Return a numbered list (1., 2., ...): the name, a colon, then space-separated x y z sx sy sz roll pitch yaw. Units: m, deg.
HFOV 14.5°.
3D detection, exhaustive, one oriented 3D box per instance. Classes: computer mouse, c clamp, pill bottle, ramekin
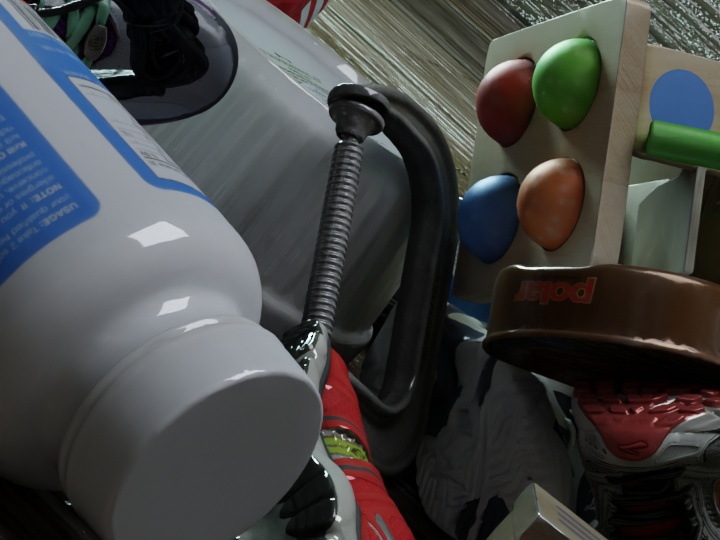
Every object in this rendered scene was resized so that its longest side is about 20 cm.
1. computer mouse: -0.154 -0.097 1.042 0.140 0.200 0.046 56 29 -71
2. c clamp: 0.000 0.000 1.215 0.171 0.027 0.200 50 44 -46
3. pill bottle: -0.103 0.001 0.927 0.200 0.112 0.112 47 13 33
4. ramekin: -0.050 -0.055 1.344 0.200 0.105 0.200 39 11 -9

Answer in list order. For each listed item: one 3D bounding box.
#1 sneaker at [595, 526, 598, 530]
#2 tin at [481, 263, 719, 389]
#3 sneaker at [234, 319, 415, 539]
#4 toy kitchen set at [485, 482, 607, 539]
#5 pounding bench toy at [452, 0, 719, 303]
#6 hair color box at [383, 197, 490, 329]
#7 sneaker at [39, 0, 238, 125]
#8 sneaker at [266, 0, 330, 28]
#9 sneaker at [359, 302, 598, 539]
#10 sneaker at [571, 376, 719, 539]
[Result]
1. sneaker: 0.159 0.138 1.431 0.200 0.073 0.085 34 -23 5
2. tin: 0.136 0.034 1.217 0.112 0.042 0.200 5 -10 40
3. sneaker: -0.018 0.090 1.004 0.085 0.077 0.200 47 14 -24
4. toy kitchen set: 0.137 0.118 1.121 0.180 0.163 0.200 38 11 -8
5. pounding bench toy: 0.147 -0.044 1.236 0.156 0.124 0.200 13 -11 -25
6. hair color box: 0.070 0.008 1.428 0.100 0.061 0.200 30 -7 -36
7. sneaker: -0.150 -0.100 1.166 0.200 0.074 0.088 16 14 -3
8. sneaker: -0.073 -0.169 1.445 0.078 0.116 0.200 44 -2 22
9. sneaker: 0.086 0.087 1.291 0.130 0.080 0.199 25 6 -25
10. sneaker: 0.135 0.093 1.212 0.078 0.082 0.200 4 -12 17
